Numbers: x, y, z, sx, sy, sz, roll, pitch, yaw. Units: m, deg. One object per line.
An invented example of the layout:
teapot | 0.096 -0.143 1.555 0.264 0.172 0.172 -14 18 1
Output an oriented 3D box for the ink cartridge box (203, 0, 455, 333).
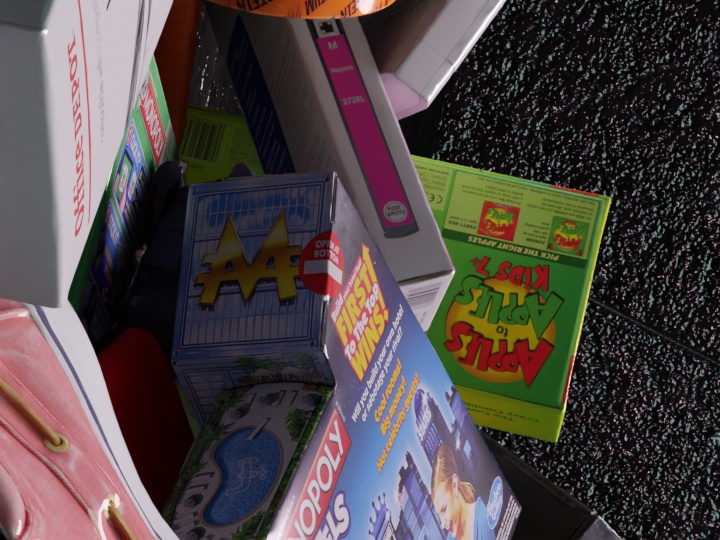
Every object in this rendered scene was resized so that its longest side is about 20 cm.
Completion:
ink cartridge box | -0.018 -0.059 1.029 0.095 0.037 0.200 112 -40 -60

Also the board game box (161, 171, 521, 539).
board game box | -0.019 0.077 0.881 0.200 0.062 0.200 -64 141 -49

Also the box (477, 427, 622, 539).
box | -0.001 0.152 1.190 0.193 0.200 0.048 -51 134 -4

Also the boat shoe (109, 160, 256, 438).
boat shoe | -0.040 0.029 1.001 0.200 0.074 0.093 62 37 -65

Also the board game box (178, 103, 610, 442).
board game box | 0.000 0.000 1.096 0.048 0.200 0.102 90 14 -70

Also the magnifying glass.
magnifying glass | -0.071 -0.140 1.008 0.080 0.022 0.200 -70 169 -60

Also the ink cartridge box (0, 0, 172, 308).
ink cartridge box | -0.090 -0.074 0.631 0.116 0.068 0.200 95 9 -56

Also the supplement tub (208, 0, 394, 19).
supplement tub | -0.016 -0.196 0.861 0.123 0.122 0.200 -68 170 -64

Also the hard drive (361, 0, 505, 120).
hard drive | 0.056 -0.146 1.078 0.200 0.027 0.132 -55 -168 -14

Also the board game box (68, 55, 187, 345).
board game box | -0.100 0.005 0.962 0.200 0.029 0.135 86 16 -73

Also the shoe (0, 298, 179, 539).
shoe | -0.089 0.101 0.716 0.200 0.071 0.091 65 25 -15

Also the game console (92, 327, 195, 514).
game console | -0.128 0.137 0.844 0.200 0.118 0.173 -48 123 -63
